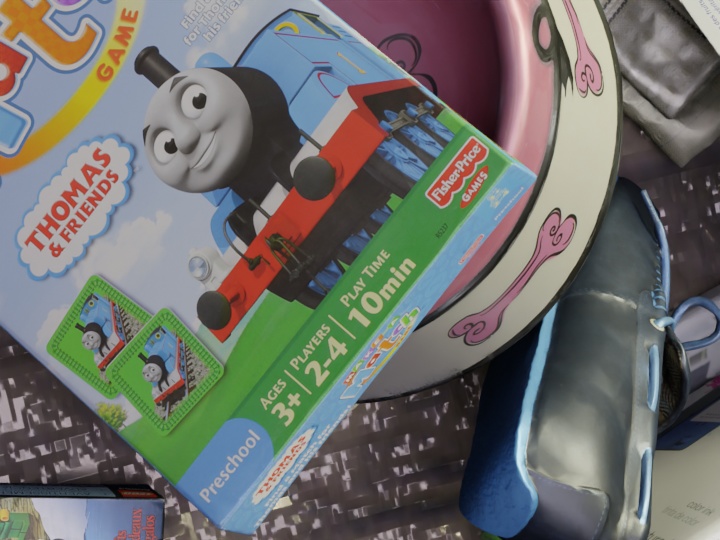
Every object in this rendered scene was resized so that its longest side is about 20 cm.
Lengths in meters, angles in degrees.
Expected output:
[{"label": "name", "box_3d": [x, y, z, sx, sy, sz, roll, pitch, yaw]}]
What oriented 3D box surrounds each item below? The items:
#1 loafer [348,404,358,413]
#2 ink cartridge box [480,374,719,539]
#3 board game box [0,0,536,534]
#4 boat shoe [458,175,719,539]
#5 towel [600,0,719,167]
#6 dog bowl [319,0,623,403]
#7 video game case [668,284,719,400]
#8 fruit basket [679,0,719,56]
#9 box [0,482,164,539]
[{"label": "loafer", "box_3d": [0.000, 0.000, 0.967, 0.200, 0.068, 0.076, -46, 104, -8]}, {"label": "ink cartridge box", "box_3d": [0.163, 0.089, 0.958, 0.200, 0.145, 0.088, -31, 101, -10]}, {"label": "board game box", "box_3d": [-0.065, -0.035, 0.862, 0.200, 0.037, 0.151, 40, 96, 19]}, {"label": "boat shoe", "box_3d": [0.085, 0.042, 0.948, 0.069, 0.084, 0.200, 29, 42, -5]}, {"label": "towel", "box_3d": [0.131, -0.172, 1.009, 0.193, 0.035, 0.200, -46, 105, -8]}, {"label": "dog bowl", "box_3d": [-0.013, -0.056, 0.906, 0.199, 0.074, 0.201, -3, 81, 17]}, {"label": "video game case", "box_3d": [0.173, 0.092, 1.047, 0.200, 0.022, 0.183, -28, 101, -12]}, {"label": "fruit basket", "box_3d": [0.234, -0.080, 0.972, 0.200, 0.094, 0.186, -25, 66, -16]}, {"label": "box", "box_3d": [-0.146, 0.178, 0.956, 0.136, 0.038, 0.201, 2, 94, -16]}]
